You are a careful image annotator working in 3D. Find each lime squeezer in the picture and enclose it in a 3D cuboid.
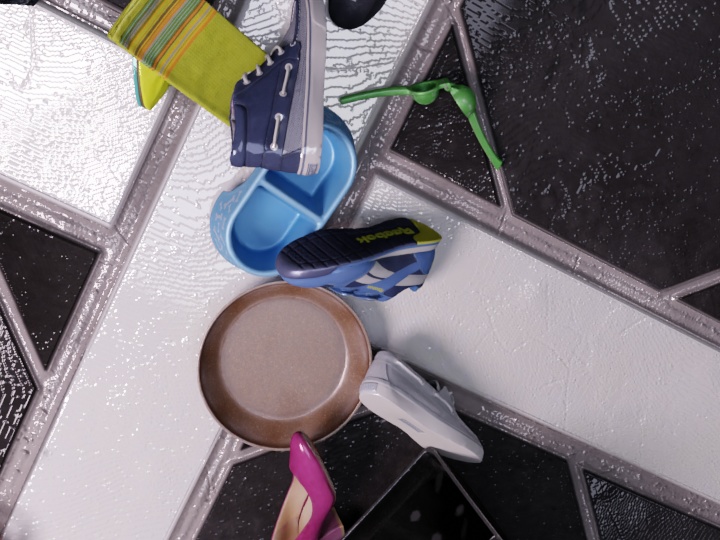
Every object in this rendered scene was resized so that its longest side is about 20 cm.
[{"bbox_3d":[0.080,-0.179,1.030,0.198,0.038,0.071,20,132,-15],"label":"lime squeezer"}]

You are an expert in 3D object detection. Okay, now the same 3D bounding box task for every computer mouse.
[{"bbox_3d":[0.030,-0.340,0.972,0.058,0.034,0.201,28,98,-15],"label":"computer mouse"}]

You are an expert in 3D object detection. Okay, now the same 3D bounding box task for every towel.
[{"bbox_3d":[-0.150,-0.209,0.940,0.086,0.018,0.199,-50,133,6],"label":"towel"}]

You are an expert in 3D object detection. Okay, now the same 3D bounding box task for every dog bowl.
[{"bbox_3d":[-0.078,-0.081,1.007,0.111,0.050,0.201,32,97,-25],"label":"dog bowl"}]

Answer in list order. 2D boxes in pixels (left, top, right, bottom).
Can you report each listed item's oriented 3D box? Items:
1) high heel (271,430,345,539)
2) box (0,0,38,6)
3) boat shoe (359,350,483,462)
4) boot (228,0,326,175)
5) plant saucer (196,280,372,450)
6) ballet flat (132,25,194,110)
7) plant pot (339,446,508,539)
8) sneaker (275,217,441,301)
[{"bbox_3d":[-0.077,0.268,1.076,0.095,0.068,0.202,-22,127,-13],"label":"high heel"},{"bbox_3d":[-0.295,-0.347,0.825,0.117,0.200,0.197,37,97,-16],"label":"box"},{"bbox_3d":[0.078,0.160,1.099,0.199,0.072,0.069,35,62,-26],"label":"boat shoe"},{"bbox_3d":[-0.083,-0.194,0.936,0.089,0.073,0.203,4,69,-11],"label":"boot"},{"bbox_3d":[-0.086,0.105,1.071,0.198,0.037,0.203,-3,105,-10],"label":"plant saucer"},{"bbox_3d":[-0.195,-0.261,0.935,0.066,0.067,0.203,-1,103,0],"label":"ballet flat"},{"bbox_3d":[0.108,0.367,1.094,0.200,0.200,0.177,-48,128,5],"label":"plant pot"},{"bbox_3d":[0.000,0.000,1.015,0.198,0.074,0.083,-8,125,-31],"label":"sneaker"}]
